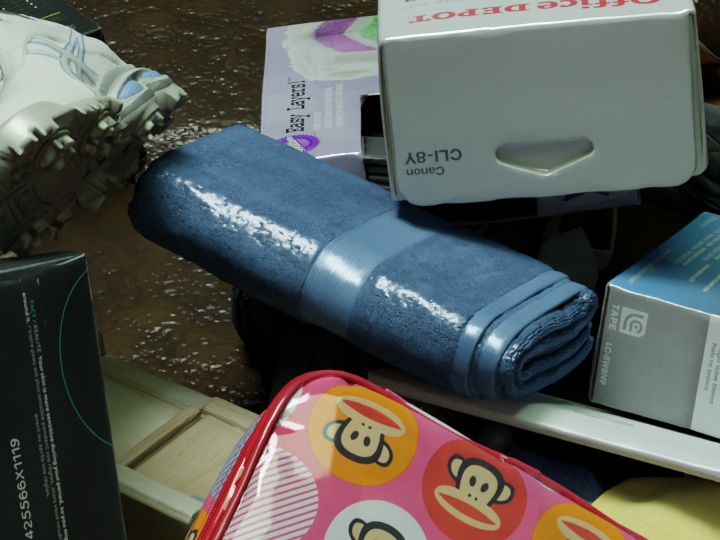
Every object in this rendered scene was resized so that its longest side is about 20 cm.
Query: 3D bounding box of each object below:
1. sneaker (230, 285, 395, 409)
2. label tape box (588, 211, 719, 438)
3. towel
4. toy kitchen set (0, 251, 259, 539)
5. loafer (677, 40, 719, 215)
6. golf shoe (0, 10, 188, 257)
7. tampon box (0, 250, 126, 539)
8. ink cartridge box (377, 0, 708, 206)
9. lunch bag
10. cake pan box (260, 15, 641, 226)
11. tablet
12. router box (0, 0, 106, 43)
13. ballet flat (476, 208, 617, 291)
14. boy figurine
[{"bbox_3d":[-0.023,0.030,1.371,0.090,0.076,0.200,0,25,13],"label":"sneaker"},{"bbox_3d":[0.224,0.039,1.317,0.200,0.063,0.144,16,21,22],"label":"label tape box"},{"bbox_3d":[0.000,0.000,1.279,0.200,0.049,0.112,26,22,20],"label":"towel"},{"bbox_3d":[-0.155,0.044,1.246,0.200,0.181,0.163,21,41,34],"label":"toy kitchen set"},{"bbox_3d":[0.169,-0.100,1.538,0.073,0.072,0.200,-24,40,-27],"label":"loafer"},{"bbox_3d":[-0.144,-0.065,1.194,0.097,0.078,0.200,37,10,2],"label":"golf shoe"},{"bbox_3d":[-0.212,0.081,1.142,0.200,0.150,0.126,-6,4,36],"label":"tampon box"},{"bbox_3d":[0.083,-0.112,1.344,0.145,0.084,0.200,-5,25,4],"label":"ink cartridge box"},{"bbox_3d":[0.017,0.153,1.107,0.200,0.082,0.176,30,62,-5],"label":"lunch bag"},{"bbox_3d":[0.041,-0.077,1.438,0.184,0.052,0.200,-8,25,5],"label":"cake pan box"},{"bbox_3d":[0.114,0.072,1.277,0.200,0.014,0.130,14,1,25],"label":"tablet"},{"bbox_3d":[-0.259,-0.106,1.563,0.200,0.062,0.150,-23,41,-28],"label":"router box"},{"bbox_3d":[0.090,-0.013,1.426,0.068,0.068,0.200,20,39,8],"label":"ballet flat"},{"bbox_3d":[0.131,0.123,1.231,0.200,0.065,0.124,19,31,23],"label":"boy figurine"}]
